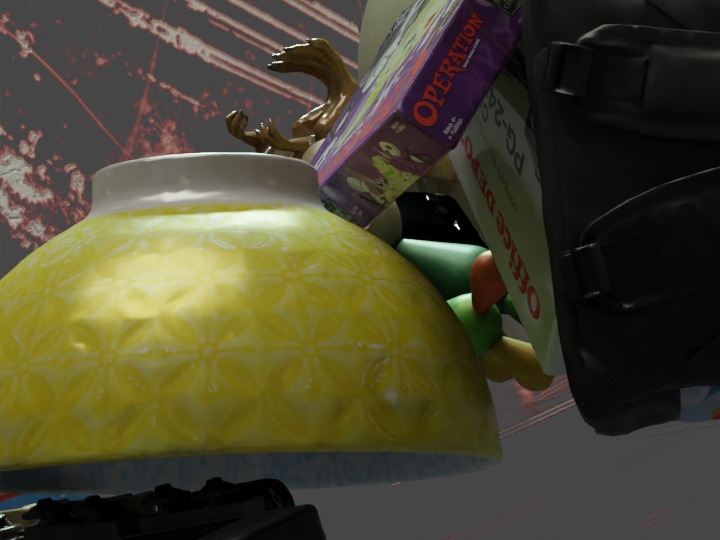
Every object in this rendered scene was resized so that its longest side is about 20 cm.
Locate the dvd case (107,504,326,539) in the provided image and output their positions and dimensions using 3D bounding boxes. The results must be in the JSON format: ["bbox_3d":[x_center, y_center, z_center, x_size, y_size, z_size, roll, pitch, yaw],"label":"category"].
[{"bbox_3d":[-0.130,0.119,0.912,0.200,0.025,0.150,-13,5,37],"label":"dvd case"}]

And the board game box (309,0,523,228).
[{"bbox_3d":[0.023,-0.071,1.023,0.120,0.032,0.200,-63,8,-19],"label":"board game box"}]

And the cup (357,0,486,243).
[{"bbox_3d":[0.085,-0.086,1.462,0.200,0.201,0.143,-16,19,17],"label":"cup"}]

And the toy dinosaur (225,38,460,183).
[{"bbox_3d":[-0.006,-0.055,1.341,0.199,0.107,0.060,-12,-4,-37],"label":"toy dinosaur"}]

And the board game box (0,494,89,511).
[{"bbox_3d":[-0.245,0.110,1.332,0.195,0.056,0.200,-18,4,-18],"label":"board game box"}]

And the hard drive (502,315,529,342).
[{"bbox_3d":[0.095,0.012,1.480,0.132,0.027,0.200,-15,4,35],"label":"hard drive"}]

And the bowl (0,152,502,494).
[{"bbox_3d":[-0.053,0.019,0.976,0.199,0.108,0.200,-3,-7,0],"label":"bowl"}]

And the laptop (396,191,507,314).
[{"bbox_3d":[-0.038,0.012,1.366,0.177,0.104,0.200,3,25,-17],"label":"laptop"}]

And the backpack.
[{"bbox_3d":[0.162,-0.033,0.901,0.199,0.164,0.154,-10,-10,11],"label":"backpack"}]

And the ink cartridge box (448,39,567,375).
[{"bbox_3d":[0.102,-0.078,1.062,0.083,0.200,0.145,-4,43,-17],"label":"ink cartridge box"}]

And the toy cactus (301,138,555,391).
[{"bbox_3d":[0.000,0.000,1.217,0.199,0.103,0.165,-9,44,-7],"label":"toy cactus"}]

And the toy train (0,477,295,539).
[{"bbox_3d":[-0.095,0.096,1.021,0.200,0.034,0.046,-11,1,45],"label":"toy train"}]
